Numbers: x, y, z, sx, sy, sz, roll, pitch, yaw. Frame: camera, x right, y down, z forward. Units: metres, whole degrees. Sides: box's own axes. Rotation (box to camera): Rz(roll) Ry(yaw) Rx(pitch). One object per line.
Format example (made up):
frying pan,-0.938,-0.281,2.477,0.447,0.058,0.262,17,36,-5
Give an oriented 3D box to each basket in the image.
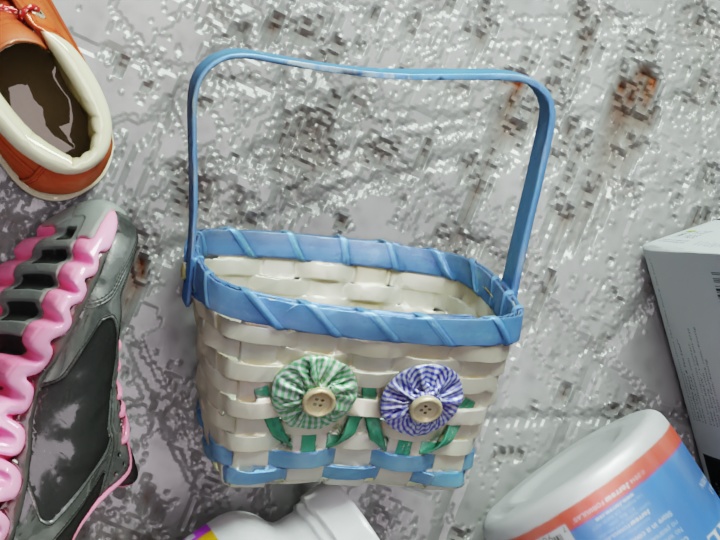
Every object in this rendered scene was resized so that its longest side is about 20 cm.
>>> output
basket,0.000,0.000,0.831,0.174,0.139,0.202,2,101,-14

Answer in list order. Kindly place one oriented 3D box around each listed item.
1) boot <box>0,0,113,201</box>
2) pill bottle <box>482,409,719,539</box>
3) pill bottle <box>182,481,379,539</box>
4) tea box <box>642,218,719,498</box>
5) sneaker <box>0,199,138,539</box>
boot,-0.174,-0.125,0.802,0.075,0.107,0.201,-34,98,-9
pill bottle,0.158,0.181,0.876,0.112,0.112,0.201,-33,90,-11
pill bottle,-0.077,0.185,0.836,0.199,0.104,0.105,-33,99,-11
tea box,0.280,0.055,0.906,0.195,0.134,0.202,-19,96,-13
sneaker,-0.143,0.067,0.843,0.095,0.079,0.202,23,87,-36
